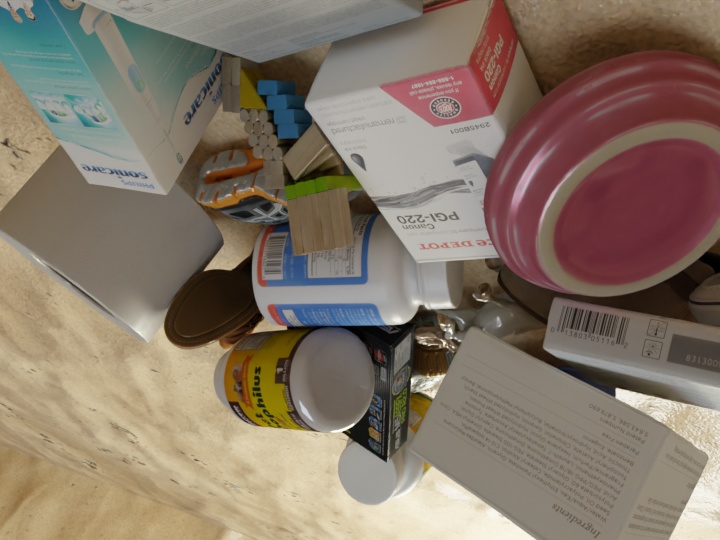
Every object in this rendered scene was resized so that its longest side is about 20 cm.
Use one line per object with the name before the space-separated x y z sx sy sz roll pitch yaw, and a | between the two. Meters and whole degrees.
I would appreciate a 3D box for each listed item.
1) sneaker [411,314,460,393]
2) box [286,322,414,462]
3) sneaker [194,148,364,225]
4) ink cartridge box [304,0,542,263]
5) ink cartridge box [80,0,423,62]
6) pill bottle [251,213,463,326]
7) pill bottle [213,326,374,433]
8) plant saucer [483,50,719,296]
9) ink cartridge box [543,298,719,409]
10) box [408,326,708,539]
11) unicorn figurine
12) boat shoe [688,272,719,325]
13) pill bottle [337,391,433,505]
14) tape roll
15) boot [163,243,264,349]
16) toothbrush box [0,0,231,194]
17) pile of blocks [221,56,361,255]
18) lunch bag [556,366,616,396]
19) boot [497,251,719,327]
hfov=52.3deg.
sneaker | 0.087 0.107 0.925 0.087 0.077 0.199 8 155 -45
box | -0.015 0.115 0.872 0.159 0.044 0.202 27 136 28
sneaker | -0.070 -0.083 0.716 0.198 0.079 0.077 2 157 37
ink cartridge box | 0.071 -0.099 0.583 0.144 0.086 0.200 -3 143 35
ink cartridge box | -0.075 -0.190 0.466 0.159 0.048 0.199 -2 178 35
pill bottle | 0.000 0.000 0.744 0.198 0.113 0.113 -1 143 20
pill bottle | -0.084 0.122 0.823 0.109 0.110 0.199 40 150 -29
plant saucer | 0.190 -0.052 0.522 0.198 0.051 0.202 -6 133 -7
ink cartridge box | 0.267 0.082 0.629 0.159 0.048 0.199 10 170 37
box | 0.188 0.170 0.681 0.199 0.132 0.198 27 178 38
unicorn figurine | 0.156 0.047 0.775 0.137 0.075 0.199 32 151 -33
boat shoe | 0.329 -0.028 0.534 0.201 0.075 0.087 -25 97 37
pill bottle | 0.046 0.243 1.009 0.111 0.114 0.200 8 -172 22
tape roll | -0.265 -0.037 0.785 0.202 0.140 0.203 33 163 11
boot | -0.151 0.051 0.843 0.074 0.200 0.155 42 142 8
toothbrush box | -0.186 -0.180 0.557 0.084 0.148 0.201 9 148 21
pile of blocks | -0.046 -0.104 0.618 0.082 0.062 0.202 -36 75 36
lunch bag | 0.208 0.182 0.892 0.199 0.134 0.135 -13 152 43
boot | 0.243 0.006 0.666 0.198 0.071 0.147 22 143 -3
